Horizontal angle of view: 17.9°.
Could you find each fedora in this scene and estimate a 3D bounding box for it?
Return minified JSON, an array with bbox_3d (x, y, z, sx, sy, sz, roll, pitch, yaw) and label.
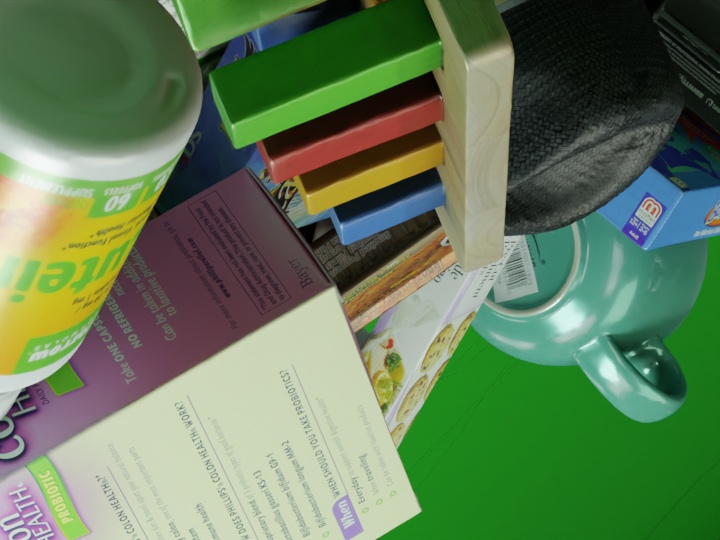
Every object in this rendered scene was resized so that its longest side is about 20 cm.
[{"bbox_3d":[0.083,-0.077,1.091,0.200,0.092,0.201,-28,156,-14],"label":"fedora"}]

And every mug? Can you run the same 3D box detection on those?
[{"bbox_3d":[0.139,-0.009,1.440,0.114,0.184,0.153,-2,120,-56],"label":"mug"}]

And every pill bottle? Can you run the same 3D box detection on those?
[{"bbox_3d":[-0.147,-0.022,0.919,0.111,0.111,0.200,-24,156,-43],"label":"pill bottle"}]

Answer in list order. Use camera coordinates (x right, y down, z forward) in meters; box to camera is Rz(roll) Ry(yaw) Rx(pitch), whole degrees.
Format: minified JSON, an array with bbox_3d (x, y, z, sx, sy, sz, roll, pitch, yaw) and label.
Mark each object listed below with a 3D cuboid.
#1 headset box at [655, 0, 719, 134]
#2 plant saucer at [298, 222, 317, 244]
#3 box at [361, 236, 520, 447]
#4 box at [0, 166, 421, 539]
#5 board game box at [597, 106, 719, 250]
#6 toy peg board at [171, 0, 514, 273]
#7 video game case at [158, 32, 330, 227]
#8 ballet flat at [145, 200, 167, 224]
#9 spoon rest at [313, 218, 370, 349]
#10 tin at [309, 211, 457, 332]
[{"bbox_3d":[0.230,-0.132,1.388,0.075,0.149,0.200,-53,161,16],"label":"headset box"},{"bbox_3d":[-0.102,0.033,1.275,0.199,0.037,0.200,-34,160,-24],"label":"plant saucer"},{"bbox_3d":[0.036,0.034,1.365,0.041,0.039,0.201,-2,125,-60],"label":"box"},{"bbox_3d":[-0.094,0.083,1.073,0.199,0.097,0.176,-31,138,-9],"label":"box"},{"bbox_3d":[0.164,-0.081,1.368,0.045,0.152,0.200,-58,158,21],"label":"board game box"},{"bbox_3d":[-0.026,-0.108,0.868,0.097,0.201,0.199,-21,160,-6],"label":"toy peg board"},{"bbox_3d":[0.003,-0.105,1.130,0.181,0.045,0.201,-19,148,-49],"label":"video game case"},{"bbox_3d":[-0.106,0.030,1.130,0.065,0.070,0.200,-52,145,-21],"label":"ballet flat"},{"bbox_3d":[0.004,-0.025,1.353,0.099,0.061,0.201,-29,145,-39],"label":"spoon rest"},{"bbox_3d":[0.000,0.000,1.254,0.199,0.042,0.112,-34,173,-2],"label":"tin"}]
